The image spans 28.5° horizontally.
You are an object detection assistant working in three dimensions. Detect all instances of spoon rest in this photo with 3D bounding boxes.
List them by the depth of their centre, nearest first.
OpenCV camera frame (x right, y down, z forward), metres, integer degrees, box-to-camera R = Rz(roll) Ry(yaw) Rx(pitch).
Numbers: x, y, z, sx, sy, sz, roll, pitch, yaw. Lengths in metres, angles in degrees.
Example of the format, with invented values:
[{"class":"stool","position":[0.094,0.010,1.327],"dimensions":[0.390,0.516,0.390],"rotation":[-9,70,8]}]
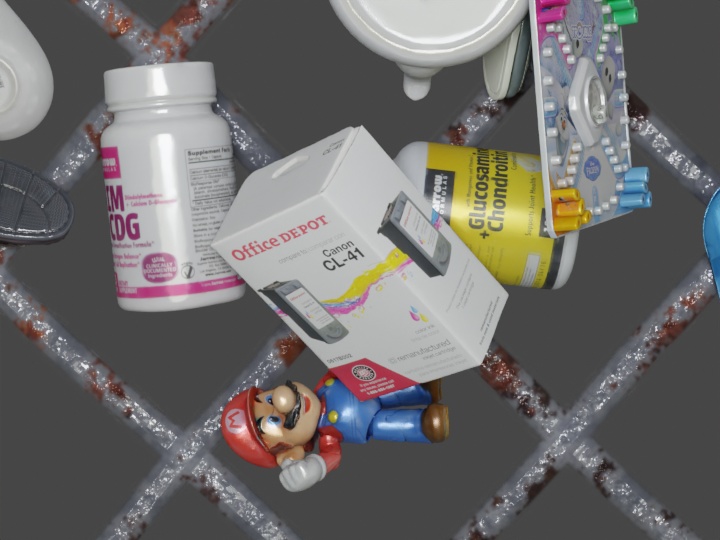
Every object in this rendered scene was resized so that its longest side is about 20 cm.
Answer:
[{"class":"spoon rest","position":[-0.331,-0.212,1.230],"dimensions":[0.098,0.061,0.203],"rotation":[-13,109,3]}]

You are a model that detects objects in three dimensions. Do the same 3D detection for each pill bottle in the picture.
[{"class":"pill bottle","position":[-0.162,-0.072,1.207],"dimensions":[0.112,0.113,0.203],"rotation":[-5,95,1]},{"class":"pill bottle","position":[0.084,-0.049,1.208],"dimensions":[0.197,0.112,0.114],"rotation":[6,96,0]}]

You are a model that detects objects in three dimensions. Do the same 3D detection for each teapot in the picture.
[{"class":"teapot","position":[0.057,-0.268,1.152],"dimensions":[0.199,0.146,0.198],"rotation":[-39,101,12]}]

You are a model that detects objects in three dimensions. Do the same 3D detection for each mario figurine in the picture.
[{"class":"mario figurine","position":[-0.024,0.118,1.226],"dimensions":[0.197,0.124,0.107],"rotation":[-9,109,-3]}]

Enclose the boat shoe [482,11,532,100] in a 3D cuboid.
[{"class":"boat shoe","position":[0.150,-0.243,1.208],"dimensions":[0.061,0.073,0.203],"rotation":[7,96,-18]}]

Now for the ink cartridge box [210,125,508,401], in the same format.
[{"class":"ink cartridge box","position":[0.000,0.000,1.139],"dimensions":[0.147,0.086,0.200],"rotation":[-21,123,43]}]

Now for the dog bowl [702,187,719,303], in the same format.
[{"class":"dog bowl","position":[0.362,0.007,1.244],"dimensions":[0.110,0.050,0.203],"rotation":[-16,95,2]}]

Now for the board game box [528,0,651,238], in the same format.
[{"class":"board game box","position":[0.193,-0.139,1.160],"dimensions":[0.026,0.199,0.203],"rotation":[-2,97,30]}]

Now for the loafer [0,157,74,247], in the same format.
[{"class":"loafer","position":[-0.348,-0.062,1.245],"dimensions":[0.197,0.063,0.073],"rotation":[14,66,-5]}]
